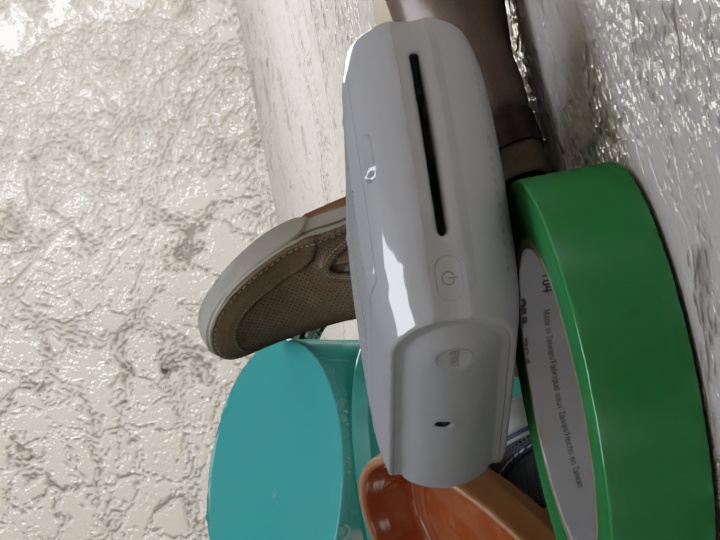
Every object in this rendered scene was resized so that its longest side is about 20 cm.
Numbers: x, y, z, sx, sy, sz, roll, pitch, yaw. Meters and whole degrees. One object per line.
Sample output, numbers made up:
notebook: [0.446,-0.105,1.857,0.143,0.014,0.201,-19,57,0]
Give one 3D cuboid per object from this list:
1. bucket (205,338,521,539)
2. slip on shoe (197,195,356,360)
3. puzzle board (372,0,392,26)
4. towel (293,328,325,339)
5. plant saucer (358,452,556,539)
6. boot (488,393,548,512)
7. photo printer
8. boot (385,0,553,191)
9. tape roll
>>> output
bucket: [0.007,0.132,1.711,0.207,0.134,0.209,-20,68,59]
slip on shoe: [0.000,0.000,1.640,0.076,0.199,0.061,47,-165,-58]
puzzle board: [0.034,-0.123,1.950,0.200,0.017,0.152,-115,17,-69]
towel: [-0.014,0.008,1.935,0.193,0.034,0.200,-57,-1,-9]
plant saucer: [0.079,0.166,1.513,0.200,0.032,0.201,41,156,23]
boot: [0.099,0.124,1.534,0.200,0.072,0.091,85,159,-73]
photo printer: [0.031,-0.010,1.374,0.200,0.069,0.167,89,174,-64]
boot: [0.059,-0.102,1.495,0.201,0.070,0.147,85,167,-55]
tape roll: [0.108,0.054,1.308,0.200,0.048,0.202,169,90,-85]
